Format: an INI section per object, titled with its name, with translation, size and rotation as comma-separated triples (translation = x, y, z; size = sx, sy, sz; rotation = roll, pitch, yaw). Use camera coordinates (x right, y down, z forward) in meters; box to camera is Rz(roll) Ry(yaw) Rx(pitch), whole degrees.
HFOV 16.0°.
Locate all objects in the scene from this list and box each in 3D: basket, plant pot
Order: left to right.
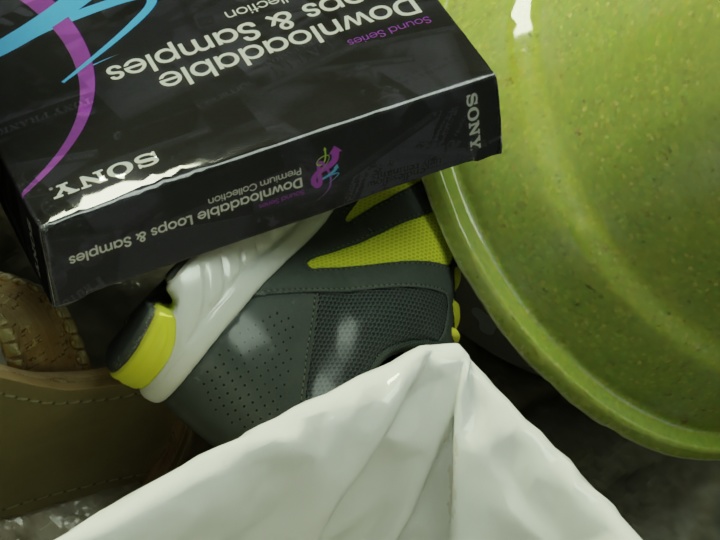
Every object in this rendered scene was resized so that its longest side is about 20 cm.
[basket]
translation = -0.008, 0.164, 0.664
size = 0.200, 0.161, 0.198
rotation = -26, 65, -38
[plant pot]
translation = 0.147, -0.066, 0.796
size = 0.200, 0.184, 0.201
rotation = 21, 55, -32

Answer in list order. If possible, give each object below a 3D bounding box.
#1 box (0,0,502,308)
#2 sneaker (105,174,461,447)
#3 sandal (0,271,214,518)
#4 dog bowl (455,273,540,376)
[box]
translation = -0.061, -0.082, 0.795
size = 0.142, 0.036, 0.200
rotation = -20, 45, -14
[sneaker]
translation = 0.000, 0.000, 0.812
size = 0.085, 0.074, 0.200
rotation = 47, 47, -1
[sandal]
translation = -0.111, 0.033, 0.797
size = 0.211, 0.078, 0.070
rotation = 2, 45, -33
[dog bowl]
translation = 0.088, -0.040, 0.954
size = 0.199, 0.059, 0.201
rotation = 13, 48, -14
